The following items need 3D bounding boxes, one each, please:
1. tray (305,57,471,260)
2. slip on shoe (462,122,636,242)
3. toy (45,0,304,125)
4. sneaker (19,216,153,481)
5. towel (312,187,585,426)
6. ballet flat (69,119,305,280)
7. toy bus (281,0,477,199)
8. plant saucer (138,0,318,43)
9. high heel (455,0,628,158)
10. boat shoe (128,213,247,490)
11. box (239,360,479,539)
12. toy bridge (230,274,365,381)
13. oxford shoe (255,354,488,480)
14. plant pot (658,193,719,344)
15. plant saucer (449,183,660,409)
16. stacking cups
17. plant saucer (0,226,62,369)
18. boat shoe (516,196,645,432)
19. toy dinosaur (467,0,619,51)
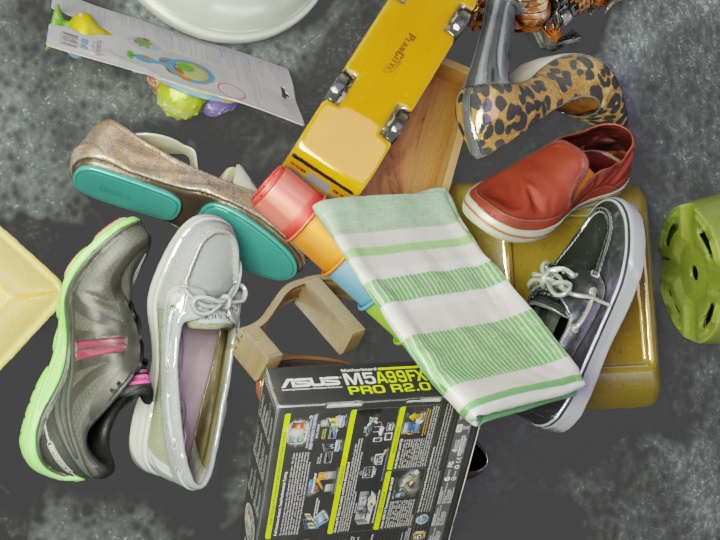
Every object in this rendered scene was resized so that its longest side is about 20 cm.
[{"bbox_3d":[0.027,-0.089,1.065,0.098,0.037,0.201,20,71,-10],"label":"tray"},{"bbox_3d":[0.157,-0.077,1.058,0.199,0.061,0.074,-23,52,-39],"label":"slip on shoe"},{"bbox_3d":[-0.148,-0.151,1.001,0.199,0.115,0.047,19,116,-20],"label":"toy"},{"bbox_3d":[-0.182,0.059,0.941,0.083,0.077,0.201,17,96,12],"label":"sneaker"},{"bbox_3d":[0.069,0.020,0.955,0.152,0.023,0.200,-9,58,-47],"label":"towel"},{"bbox_3d":[-0.126,-0.062,1.005,0.199,0.068,0.067,27,51,-18],"label":"ballet flat"},{"bbox_3d":[0.016,-0.147,1.016,0.065,0.078,0.201,32,68,-4],"label":"toy bus"},{"bbox_3d":[-0.107,-0.286,1.039,0.199,0.050,0.201,4,79,-21],"label":"plant saucer"},{"bbox_3d":[0.158,-0.125,1.101,0.200,0.071,0.143,30,64,-35],"label":"high heel"},{"bbox_3d":[-0.120,0.060,0.963,0.074,0.065,0.203,11,93,-48],"label":"boat shoe"},{"bbox_3d":[-0.003,0.159,0.966,0.159,0.044,0.201,-2,125,-17],"label":"box"},{"bbox_3d":[-0.025,0.034,1.017,0.200,0.027,0.067,-16,54,-46],"label":"toy bridge"},{"bbox_3d":[0.014,0.116,1.031,0.199,0.072,0.072,22,77,-17],"label":"oxford shoe"},{"bbox_3d":[0.372,-0.007,1.136,0.189,0.200,0.201,-6,86,-12],"label":"plant pot"},{"bbox_3d":[0.179,0.021,1.113,0.199,0.048,0.201,-1,84,-22],"label":"plant saucer"},{"bbox_3d":[0.000,0.000,0.991,0.200,0.060,0.061,39,72,-8],"label":"stacking cups"},{"bbox_3d":[-0.349,0.023,0.914,0.200,0.048,0.200,44,70,-11],"label":"plant saucer"},{"bbox_3d":[0.165,0.026,1.034,0.068,0.073,0.200,28,83,-31],"label":"boat shoe"},{"bbox_3d":[0.147,-0.255,1.123,0.200,0.102,0.136,-25,111,-43],"label":"toy dinosaur"}]
